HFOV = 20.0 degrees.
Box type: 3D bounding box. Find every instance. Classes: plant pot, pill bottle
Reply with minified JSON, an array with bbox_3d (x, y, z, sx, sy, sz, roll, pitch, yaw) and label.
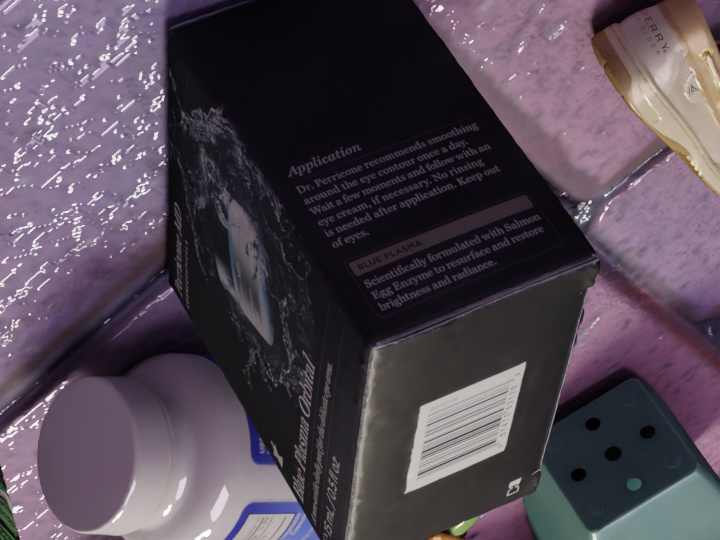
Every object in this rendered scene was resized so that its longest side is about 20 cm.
[{"bbox_3d":[0.200,0.178,1.470,0.141,0.142,0.200,-31,144,-2],"label":"plant pot"},{"bbox_3d":[-0.076,0.103,1.131,0.200,0.112,0.112,7,132,-46],"label":"pill bottle"}]

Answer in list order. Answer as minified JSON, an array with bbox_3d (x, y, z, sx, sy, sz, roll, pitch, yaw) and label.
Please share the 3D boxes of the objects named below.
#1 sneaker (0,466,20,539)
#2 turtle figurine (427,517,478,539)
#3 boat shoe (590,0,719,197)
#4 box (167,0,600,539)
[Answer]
[{"bbox_3d":[-0.250,0.131,1.040,0.200,0.085,0.078,9,131,-47],"label":"sneaker"},{"bbox_3d":[0.051,0.197,1.326,0.200,0.143,0.194,-55,157,-53],"label":"turtle figurine"},{"bbox_3d":[0.202,-0.094,1.136,0.069,0.074,0.200,-35,149,17],"label":"boat shoe"},{"bbox_3d":[0.000,0.000,0.963,0.117,0.200,0.197,-21,147,-20],"label":"box"}]
